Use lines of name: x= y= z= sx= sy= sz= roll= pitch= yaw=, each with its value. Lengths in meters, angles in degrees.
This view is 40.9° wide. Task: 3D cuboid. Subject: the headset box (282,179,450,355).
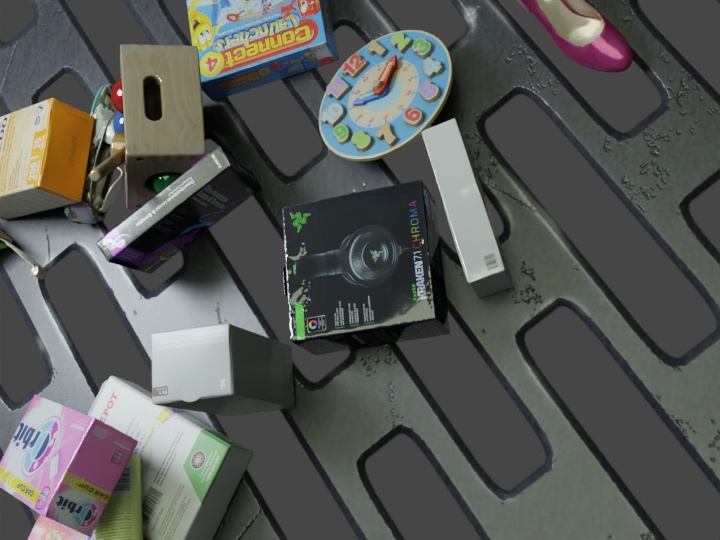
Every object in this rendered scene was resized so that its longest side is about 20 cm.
headset box: x=0.000 y=0.000 z=1.195 sx=0.196 sy=0.093 sz=0.178 roll=-9 pitch=73 yaw=15

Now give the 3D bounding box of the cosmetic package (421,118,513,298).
cosmetic package: x=0.130 y=-0.075 z=1.181 sx=0.050 sy=0.082 sz=0.204 roll=-20 pitch=70 yaw=13

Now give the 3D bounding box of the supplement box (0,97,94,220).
supplement box: x=-0.468 y=-0.153 z=1.354 sx=0.197 sy=0.073 sz=0.129 roll=-8 pitch=72 yaw=39

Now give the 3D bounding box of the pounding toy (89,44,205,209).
pounding toy: x=-0.277 y=-0.170 z=1.248 sx=0.139 sy=0.185 sz=0.204 roll=-2 pitch=69 yaw=-14

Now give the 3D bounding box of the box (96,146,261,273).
box: x=-0.232 y=-0.074 z=1.258 sx=0.199 sy=0.143 sz=0.036 roll=-39 pitch=79 yaw=5

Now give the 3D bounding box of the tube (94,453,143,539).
tube: x=-0.281 y=0.317 z=1.118 sx=0.058 sy=0.051 sz=0.204 roll=-31 pitch=57 yaw=44

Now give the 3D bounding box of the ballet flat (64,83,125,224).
ballet flat: x=-0.356 y=-0.160 z=1.362 sx=0.071 sy=0.072 sz=0.205 roll=13 pitch=85 yaw=20

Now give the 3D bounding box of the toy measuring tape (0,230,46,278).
toy measuring tape: x=-0.532 y=-0.024 z=1.379 sx=0.198 sy=0.074 sz=0.074 roll=35 pitch=87 yaw=22

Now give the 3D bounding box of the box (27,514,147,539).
box: x=-0.305 y=0.363 z=1.188 sx=0.197 sy=0.103 sz=0.096 roll=22 pitch=83 yaw=22

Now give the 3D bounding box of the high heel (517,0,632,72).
high heel: x=0.259 y=-0.326 z=1.199 sx=0.067 sy=0.096 sz=0.201 roll=-41 pitch=68 yaw=3

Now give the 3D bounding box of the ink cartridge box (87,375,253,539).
ink cartridge box: x=-0.257 y=0.245 z=1.213 sx=0.197 sy=0.084 sz=0.147 roll=25 pitch=84 yaw=22

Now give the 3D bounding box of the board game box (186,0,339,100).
board game box: x=-0.143 y=-0.365 z=1.355 sx=0.196 sy=0.056 sz=0.200 roll=-15 pitch=71 yaw=13

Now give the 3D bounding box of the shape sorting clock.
shape sorting clock: x=0.029 y=-0.230 z=1.252 sx=0.197 sy=0.039 sz=0.203 roll=-21 pitch=49 yaw=26

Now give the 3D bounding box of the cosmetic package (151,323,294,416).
cosmetic package: x=-0.160 y=0.123 z=1.153 sx=0.104 sy=0.200 sz=0.092 roll=-8 pitch=73 yaw=14

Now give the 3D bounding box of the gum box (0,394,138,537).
gum box: x=-0.353 y=0.223 z=1.132 sx=0.198 sy=0.066 sz=0.115 roll=3 pitch=63 yaw=52
